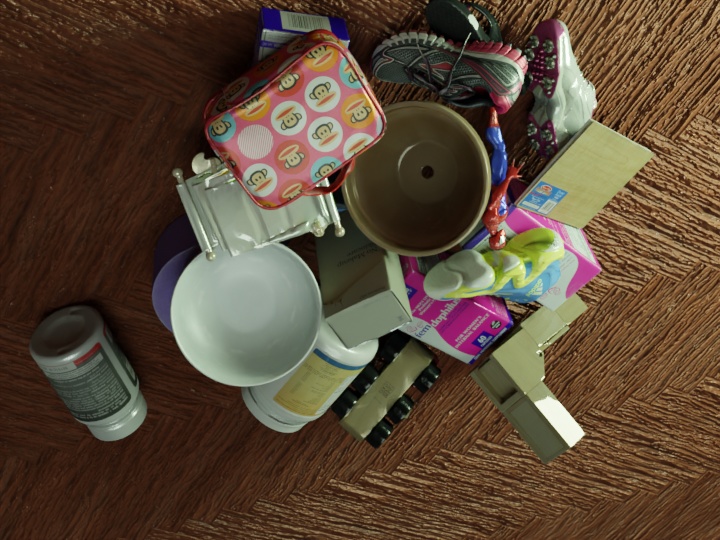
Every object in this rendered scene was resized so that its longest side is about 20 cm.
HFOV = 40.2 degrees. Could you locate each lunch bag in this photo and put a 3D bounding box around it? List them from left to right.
[{"bbox_3d":[-0.071,-0.170,1.179,0.199,0.082,0.177,-32,121,6],"label":"lunch bag"}]

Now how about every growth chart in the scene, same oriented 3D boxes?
[{"bbox_3d":[-0.130,-0.093,1.252,0.198,0.018,0.146,-13,98,-5],"label":"growth chart"}]

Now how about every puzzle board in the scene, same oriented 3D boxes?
[{"bbox_3d":[0.311,-0.131,1.364,0.199,0.017,0.151,11,127,-50],"label":"puzzle board"}]

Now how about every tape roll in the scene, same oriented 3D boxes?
[{"bbox_3d":[-0.198,0.011,1.412,0.198,0.085,0.201,-5,131,-6],"label":"tape roll"}]

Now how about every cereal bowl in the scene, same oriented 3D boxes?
[{"bbox_3d":[-0.152,0.050,1.317,0.198,0.083,0.202,-1,96,-6],"label":"cereal bowl"}]

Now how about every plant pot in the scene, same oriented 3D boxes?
[{"bbox_3d":[0.080,-0.125,1.309,0.199,0.093,0.203,3,102,16],"label":"plant pot"}]

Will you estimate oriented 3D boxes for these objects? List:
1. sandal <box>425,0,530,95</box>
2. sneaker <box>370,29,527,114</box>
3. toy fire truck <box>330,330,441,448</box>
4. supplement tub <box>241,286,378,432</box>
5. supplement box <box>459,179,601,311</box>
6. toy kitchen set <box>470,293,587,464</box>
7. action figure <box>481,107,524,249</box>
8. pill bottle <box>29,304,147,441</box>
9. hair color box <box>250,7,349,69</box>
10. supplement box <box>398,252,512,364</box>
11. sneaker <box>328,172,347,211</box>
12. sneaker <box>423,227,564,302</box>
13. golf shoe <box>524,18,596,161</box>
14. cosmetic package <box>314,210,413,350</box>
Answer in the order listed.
[{"bbox_3d":[0.148,-0.291,1.233,0.200,0.075,0.048,35,74,-44],"label":"sandal"},{"bbox_3d":[0.101,-0.243,1.207,0.198,0.075,0.081,10,162,25],"label":"sneaker"},{"bbox_3d":[0.055,0.188,1.588,0.128,0.200,0.176,40,95,-1],"label":"toy fire truck"},{"bbox_3d":[-0.081,0.138,1.498,0.144,0.145,0.200,24,123,-27],"label":"supplement tub"},{"bbox_3d":[0.239,-0.044,1.424,0.199,0.104,0.101,33,118,-29],"label":"supplement box"},{"bbox_3d":[0.285,0.176,1.529,0.199,0.181,0.163,-33,168,-32],"label":"toy kitchen set"},{"bbox_3d":[0.184,-0.129,1.298,0.051,0.065,0.202,4,97,-1],"label":"action figure"},{"bbox_3d":[-0.405,0.159,1.484,0.113,0.114,0.201,-15,130,4],"label":"pill bottle"},{"bbox_3d":[-0.088,-0.222,1.246,0.108,0.065,0.201,4,131,-13],"label":"hair color box"},{"bbox_3d":[0.114,0.041,1.467,0.199,0.104,0.101,27,121,-26],"label":"supplement box"},{"bbox_3d":[-0.108,-0.105,1.347,0.198,0.066,0.079,8,140,-15],"label":"sneaker"},{"bbox_3d":[0.190,0.018,1.354,0.198,0.076,0.105,-18,132,6],"label":"sneaker"},{"bbox_3d":[0.266,-0.243,1.292,0.091,0.075,0.201,-23,132,-17],"label":"golf shoe"},{"bbox_3d":[0.000,0.000,1.357,0.103,0.201,0.073,-25,130,12],"label":"cosmetic package"}]
